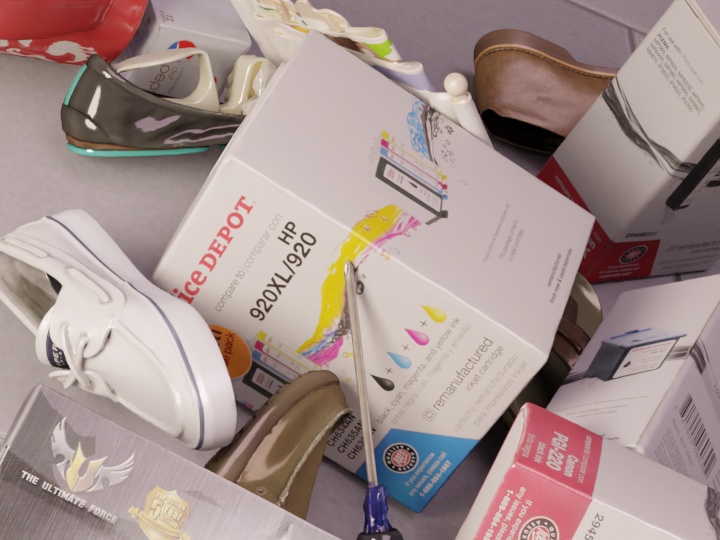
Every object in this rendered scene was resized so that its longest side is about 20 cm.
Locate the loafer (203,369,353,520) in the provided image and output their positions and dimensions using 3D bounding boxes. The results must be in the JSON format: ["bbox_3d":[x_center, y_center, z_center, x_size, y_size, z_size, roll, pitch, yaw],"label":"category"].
[{"bbox_3d":[-0.058,0.127,1.019,0.067,0.076,0.200,43,50,-1],"label":"loafer"}]

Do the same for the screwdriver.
[{"bbox_3d":[0.009,0.094,1.046,0.029,0.028,0.201,-3,92,-17],"label":"screwdriver"}]

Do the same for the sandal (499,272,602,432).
[{"bbox_3d":[0.124,0.053,1.232,0.080,0.057,0.201,44,32,-20],"label":"sandal"}]

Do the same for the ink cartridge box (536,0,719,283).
[{"bbox_3d":[0.224,-0.089,1.354,0.144,0.200,0.084,-6,54,-41],"label":"ink cartridge box"}]

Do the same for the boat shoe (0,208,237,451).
[{"bbox_3d":[-0.133,0.036,1.036,0.065,0.074,0.200,-16,33,-29],"label":"boat shoe"}]

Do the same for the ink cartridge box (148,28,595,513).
[{"bbox_3d":[0.000,0.000,1.132,0.200,0.147,0.145,32,38,-5],"label":"ink cartridge box"}]

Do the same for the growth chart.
[{"bbox_3d":[0.004,-0.108,1.207,0.200,0.145,0.018,28,68,34],"label":"growth chart"}]

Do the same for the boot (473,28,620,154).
[{"bbox_3d":[0.172,-0.105,1.450,0.199,0.074,0.076,14,55,-15],"label":"boot"}]

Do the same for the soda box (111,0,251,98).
[{"bbox_3d":[-0.133,-0.198,1.306,0.068,0.064,0.200,8,46,-31],"label":"soda box"}]

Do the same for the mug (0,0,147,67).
[{"bbox_3d":[-0.226,-0.171,1.164,0.200,0.133,0.178,11,52,-36],"label":"mug"}]

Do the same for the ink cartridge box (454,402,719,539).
[{"bbox_3d":[0.140,0.180,1.018,0.199,0.146,0.085,24,20,0],"label":"ink cartridge box"}]

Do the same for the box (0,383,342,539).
[{"bbox_3d":[-0.095,0.167,0.909,0.200,0.048,0.159,29,68,-10],"label":"box"}]

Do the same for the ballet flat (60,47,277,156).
[{"bbox_3d":[-0.084,-0.097,1.221,0.200,0.069,0.068,3,12,-37],"label":"ballet flat"}]

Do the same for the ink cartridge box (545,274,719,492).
[{"bbox_3d":[0.176,0.113,1.151,0.200,0.086,0.147,-49,122,-54],"label":"ink cartridge box"}]
